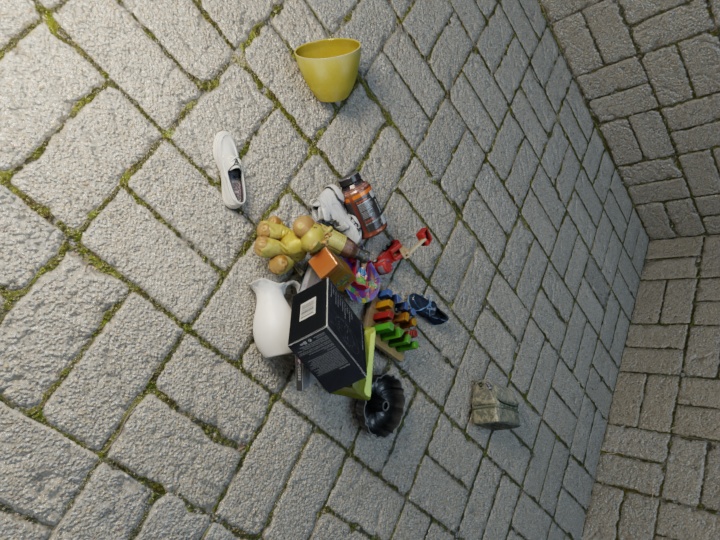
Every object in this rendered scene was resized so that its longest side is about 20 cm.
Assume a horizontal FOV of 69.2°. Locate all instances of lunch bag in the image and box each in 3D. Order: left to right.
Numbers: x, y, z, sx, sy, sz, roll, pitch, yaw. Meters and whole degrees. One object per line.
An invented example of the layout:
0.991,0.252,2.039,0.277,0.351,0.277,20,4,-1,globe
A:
0.535,0.533,2.074,0.198,0.138,0.170,24,55,-39,lunch bag

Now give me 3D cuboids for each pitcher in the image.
-0.215,0.126,1.420,0.170,0.120,0.203,-3,78,-43,pitcher

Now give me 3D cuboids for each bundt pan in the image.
0.054,0.426,1.665,0.200,0.075,0.206,1,89,-46,bundt pan

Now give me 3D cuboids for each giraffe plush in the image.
-0.165,-0.080,1.417,0.200,0.161,0.175,39,40,-37,giraffe plush

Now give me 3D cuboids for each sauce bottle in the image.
-0.063,-0.078,1.579,0.198,0.066,0.067,27,69,-23,sauce bottle

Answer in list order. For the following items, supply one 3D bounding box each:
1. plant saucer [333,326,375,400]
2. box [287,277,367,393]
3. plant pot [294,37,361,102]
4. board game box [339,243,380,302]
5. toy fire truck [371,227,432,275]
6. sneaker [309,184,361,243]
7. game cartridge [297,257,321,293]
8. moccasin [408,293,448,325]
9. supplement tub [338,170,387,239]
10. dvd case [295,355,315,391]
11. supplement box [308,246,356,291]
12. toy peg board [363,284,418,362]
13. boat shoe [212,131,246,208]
-0.044,0.262,1.509,0.047,0.199,0.203,11,79,-38,plant saucer
-0.082,0.167,1.354,0.197,0.123,0.201,53,18,-30,box
-0.089,-0.591,1.558,0.200,0.198,0.144,-42,140,-36,plant pot
0.000,0.000,1.643,0.158,0.039,0.202,-36,98,-44,board game box
0.138,-0.062,1.739,0.200,0.140,0.049,-48,117,-34,toy fire truck
-0.079,-0.152,1.594,0.115,0.075,0.202,-38,107,-37,sneaker
-0.119,0.056,1.520,0.130,0.038,0.202,46,34,-26,game cartridge
0.247,0.130,1.868,0.199,0.068,0.082,31,53,-41,moccasin
0.003,-0.208,1.649,0.107,0.106,0.202,-40,114,-36,supplement tub
-0.138,0.232,1.460,0.200,0.024,0.153,-24,114,-75,dvd case
-0.074,0.000,1.467,0.069,0.066,0.200,51,5,17,supplement box
0.118,0.163,1.709,0.199,0.097,0.202,38,51,-35,toy peg board
-0.337,-0.266,1.365,0.071,0.068,0.204,-3,89,-42,boat shoe
